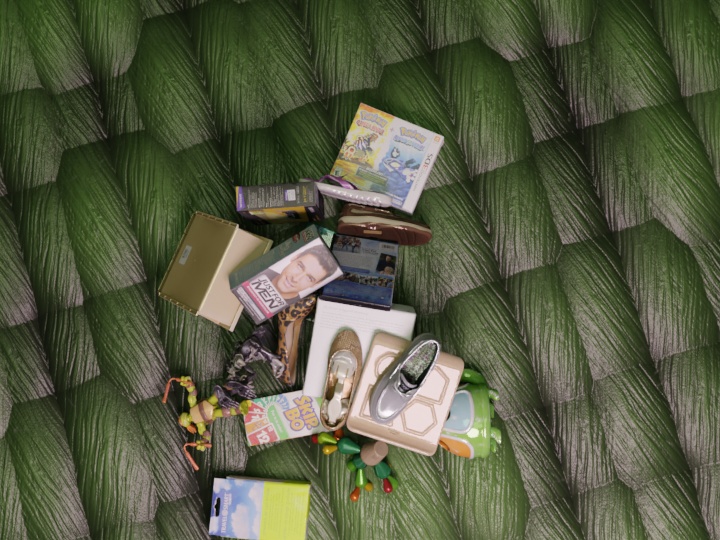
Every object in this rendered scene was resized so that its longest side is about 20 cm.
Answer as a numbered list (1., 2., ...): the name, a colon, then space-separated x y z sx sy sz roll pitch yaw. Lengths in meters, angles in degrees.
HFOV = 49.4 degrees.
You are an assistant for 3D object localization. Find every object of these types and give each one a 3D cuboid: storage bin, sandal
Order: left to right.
1. storage bin: -0.308 -0.005 1.620 0.198 0.094 0.200 19 84 48
2. sandal: -0.028 -0.175 1.641 0.202 0.082 0.050 14 86 8

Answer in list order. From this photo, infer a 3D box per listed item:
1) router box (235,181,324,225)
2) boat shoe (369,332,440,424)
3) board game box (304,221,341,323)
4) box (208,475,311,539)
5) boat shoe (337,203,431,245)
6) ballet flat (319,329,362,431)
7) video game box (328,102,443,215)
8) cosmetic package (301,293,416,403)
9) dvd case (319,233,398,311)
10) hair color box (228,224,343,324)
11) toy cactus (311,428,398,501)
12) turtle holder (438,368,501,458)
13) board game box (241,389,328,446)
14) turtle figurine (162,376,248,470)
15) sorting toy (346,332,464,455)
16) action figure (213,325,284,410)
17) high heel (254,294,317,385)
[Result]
1. router box: -0.160 -0.136 1.616 0.157 0.200 0.052 -4 85 3
2. boat shoe: 0.083 0.205 1.473 0.070 0.072 0.201 35 90 -2
3. board game box: -0.088 0.011 1.682 0.135 0.028 0.200 22 85 5
4. box: -0.206 0.494 1.626 0.199 0.048 0.122 4 83 3
5. boat shoe: 0.054 -0.108 1.669 0.202 0.075 0.075 9 60 -6
6. ballet flat: -0.036 0.216 1.509 0.070 0.065 0.201 8 95 0
7. video game box: 0.056 -0.241 1.695 0.200 0.047 0.183 23 84 5
8. cosmetic package: -0.002 0.159 1.596 0.199 0.123 0.201 10 96 0
9. dvd case: 0.000 0.000 1.592 0.142 0.018 0.200 9 41 1
10. hair color box: -0.146 0.008 1.530 0.200 0.061 0.099 -31 122 4
11. toy cactus: 0.000 0.381 1.573 0.200 0.165 0.102 43 55 0
12. turtle holder: 0.211 0.284 1.583 0.131 0.141 0.186 -1 86 4
13. board game box: -0.146 0.306 1.656 0.199 0.030 0.096 -11 83 -1
14. turtle figurine: -0.317 0.302 1.641 0.161 0.064 0.200 -23 72 10
15. sorting toy: 0.087 0.239 1.529 0.185 0.036 0.201 18 90 -2
16. action figure: -0.226 0.201 1.594 0.119 0.200 0.102 -38 108 27
17. high heel: -0.126 0.143 1.618 0.200 0.071 0.143 -38 76 36
